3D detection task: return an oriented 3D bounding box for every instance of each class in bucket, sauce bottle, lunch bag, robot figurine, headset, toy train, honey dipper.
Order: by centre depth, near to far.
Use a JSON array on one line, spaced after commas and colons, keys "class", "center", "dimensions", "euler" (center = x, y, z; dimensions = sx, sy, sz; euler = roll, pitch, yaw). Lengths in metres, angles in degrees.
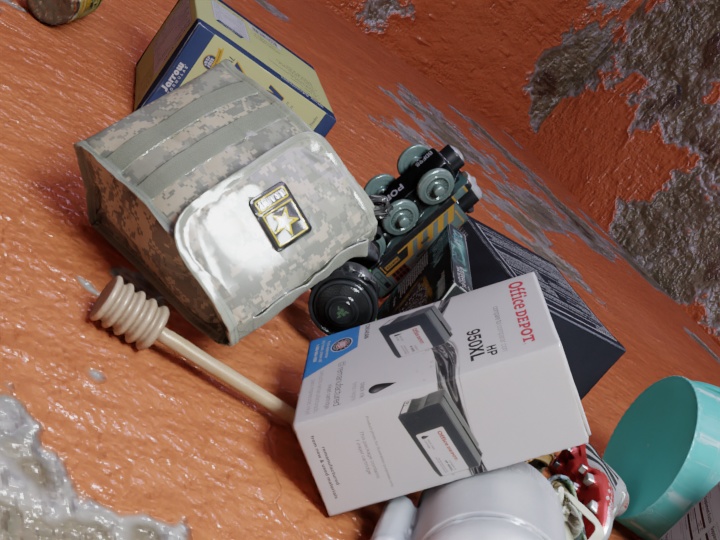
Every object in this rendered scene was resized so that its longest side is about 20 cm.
[{"class": "robot figurine", "center": [0.089, 0.204, 0.678], "dimensions": [0.168, 0.114, 0.200], "euler": [12, 17, 4]}, {"class": "honey dipper", "center": [-0.110, 0.074, 0.724], "dimensions": [0.199, 0.038, 0.038], "euler": [37, 17, -21]}, {"class": "lunch bag", "center": [-0.103, -0.052, 0.771], "dimensions": [0.200, 0.118, 0.164], "euler": [40, 58, 22]}, {"class": "headset", "center": [0.000, 0.000, 0.906], "dimensions": [0.201, 0.093, 0.125], "euler": [72, 17, -52]}, {"class": "bucket", "center": [0.373, 0.226, 1.083], "dimensions": [0.134, 0.208, 0.208], "euler": [30, 19, -9]}, {"class": "toy train", "center": [0.052, -0.058, 1.131], "dimensions": [0.114, 0.200, 0.085], "euler": [43, 8, -43]}, {"class": "sauce bottle", "center": [-0.356, -0.350, 1.202], "dimensions": [0.066, 0.066, 0.200], "euler": [35, 19, -13]}]

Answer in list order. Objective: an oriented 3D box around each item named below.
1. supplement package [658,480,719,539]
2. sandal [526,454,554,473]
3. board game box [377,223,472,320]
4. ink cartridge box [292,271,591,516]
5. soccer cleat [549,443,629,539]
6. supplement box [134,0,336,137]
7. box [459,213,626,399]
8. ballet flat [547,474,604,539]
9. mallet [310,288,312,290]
[{"class": "supplement package", "center": [0.369, 0.308, 0.859], "dimensions": [0.191, 0.200, 0.147], "euler": [41, 17, 3]}, {"class": "sandal", "center": [0.174, 0.183, 1.000], "dimensions": [0.080, 0.054, 0.200], "euler": [42, 24, 9]}, {"class": "board game box", "center": [0.063, 0.036, 1.003], "dimensions": [0.028, 0.136, 0.200], "euler": [36, 18, -9]}, {"class": "ink cartridge box", "center": [0.059, 0.089, 0.733], "dimensions": [0.145, 0.198, 0.085], "euler": [-84, 155, -69]}, {"class": "soccer cleat", "center": [0.248, 0.239, 1.006], "dimensions": [0.085, 0.069, 0.200], "euler": [34, 13, -5]}, {"class": "supplement box", "center": [-0.157, -0.219, 1.174], "dimensions": [0.199, 0.135, 0.200], "euler": [31, 19, -25]}, {"class": "box", "center": [0.205, 0.057, 1.264], "dimensions": [0.199, 0.124, 0.199], "euler": [25, 21, -35]}, {"class": "ballet flat", "center": [0.185, 0.253, 0.819], "dimensions": [0.074, 0.074, 0.201], "euler": [30, 24, -29]}, {"class": "mallet", "center": [-0.060, -0.018, 0.934], "dimensions": [0.200, 0.041, 0.067], "euler": [47, 42, -60]}]
